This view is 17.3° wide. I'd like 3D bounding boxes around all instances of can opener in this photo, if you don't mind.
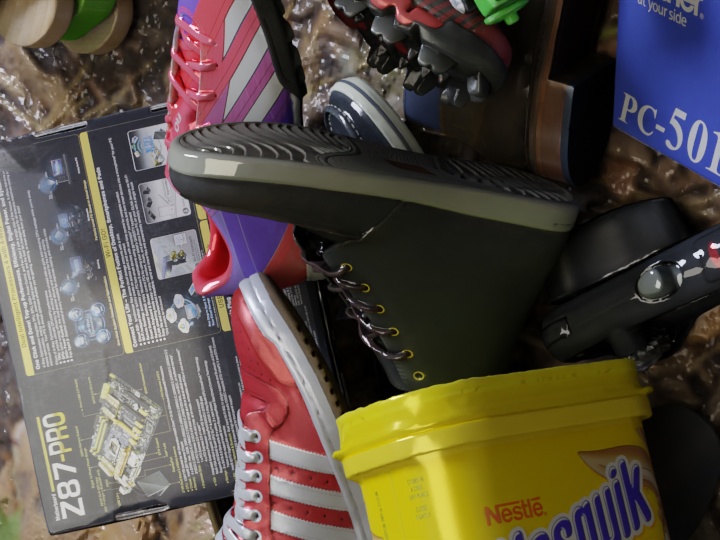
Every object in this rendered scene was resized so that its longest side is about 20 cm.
[{"bbox_3d":[0.166,-0.007,1.072,0.200,0.063,0.079,-23,86,33],"label":"can opener"}]

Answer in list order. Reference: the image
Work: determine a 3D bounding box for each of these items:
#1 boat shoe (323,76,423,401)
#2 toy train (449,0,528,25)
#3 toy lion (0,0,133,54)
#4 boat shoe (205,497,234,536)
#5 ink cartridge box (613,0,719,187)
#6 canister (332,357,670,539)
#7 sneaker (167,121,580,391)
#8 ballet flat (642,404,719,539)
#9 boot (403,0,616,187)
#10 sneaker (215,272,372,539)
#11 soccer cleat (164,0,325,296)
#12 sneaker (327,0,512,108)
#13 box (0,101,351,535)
[{"bbox_3d":[0.015,0.004,1.155,0.075,0.062,0.200,171,81,-76],"label":"boat shoe"},{"bbox_3d":[0.125,-0.168,1.016,0.200,0.056,0.042,-32,89,-7],"label":"toy train"},{"bbox_3d":[-0.152,-0.225,1.236,0.200,0.069,0.192,-34,73,31],"label":"toy lion"},{"bbox_3d":[-0.066,0.057,1.225,0.073,0.063,0.200,-22,86,33],"label":"boat shoe"},{"bbox_3d":[0.182,-0.074,1.001,0.200,0.044,0.094,37,135,52],"label":"ink cartridge box"},{"bbox_3d":[0.079,0.148,1.029,0.086,0.148,0.200,-23,77,47],"label":"canister"},{"bbox_3d":[0.000,0.000,1.057,0.075,0.200,0.106,42,119,60],"label":"sneaker"},{"bbox_3d":[0.094,0.142,1.139,0.200,0.073,0.073,-45,75,29],"label":"ballet flat"},{"bbox_3d":[0.070,-0.143,1.101,0.097,0.075,0.200,12,107,26],"label":"boot"},{"bbox_3d":[-0.048,0.108,1.116,0.112,0.071,0.200,-22,103,2],"label":"sneaker"},{"bbox_3d":[-0.062,-0.073,1.086,0.073,0.068,0.200,-18,124,-6],"label":"soccer cleat"},{"bbox_3d":[0.009,-0.157,1.085,0.098,0.071,0.200,-44,61,-6],"label":"sneaker"},{"bbox_3d":[-0.097,0.019,1.181,0.161,0.049,0.200,-13,87,1],"label":"box"}]
